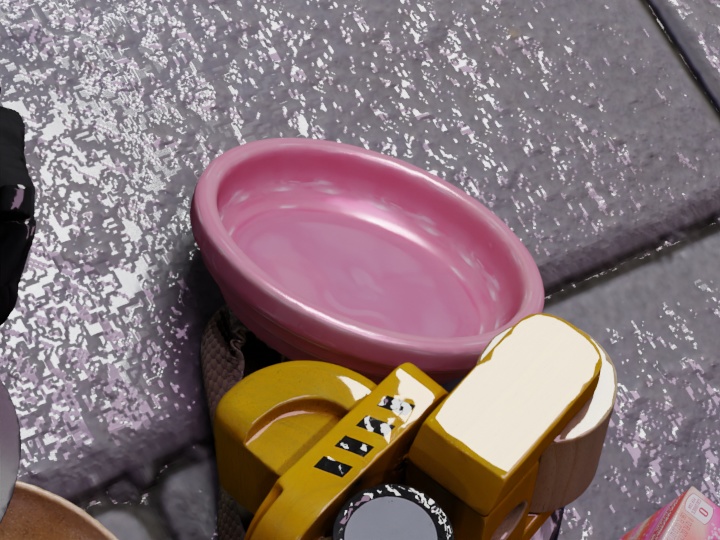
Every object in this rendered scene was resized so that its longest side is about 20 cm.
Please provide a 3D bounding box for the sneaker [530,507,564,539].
[{"bbox_3d":[0.059,0.169,1.025,0.077,0.076,0.200,13,54,7],"label":"sneaker"}]

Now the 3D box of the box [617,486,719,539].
[{"bbox_3d":[0.150,0.228,1.007,0.103,0.095,0.200,39,54,-1],"label":"box"}]

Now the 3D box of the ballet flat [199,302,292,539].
[{"bbox_3d":[-0.044,0.105,1.020,0.067,0.046,0.200,-2,63,-24],"label":"ballet flat"}]

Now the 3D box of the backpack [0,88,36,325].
[{"bbox_3d":[-0.266,-0.035,0.937,0.200,0.127,0.167,8,18,-19],"label":"backpack"}]

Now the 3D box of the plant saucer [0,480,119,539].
[{"bbox_3d":[-0.186,0.194,0.911,0.200,0.035,0.201,11,59,-18],"label":"plant saucer"}]

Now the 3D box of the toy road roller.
[{"bbox_3d":[0.017,0.091,0.955,0.146,0.123,0.200,38,63,21],"label":"toy road roller"}]

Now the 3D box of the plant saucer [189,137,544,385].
[{"bbox_3d":[0.000,0.000,1.061,0.200,0.051,0.201,17,30,-10],"label":"plant saucer"}]

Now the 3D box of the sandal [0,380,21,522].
[{"bbox_3d":[-0.205,0.121,0.896,0.076,0.043,0.200,19,56,-13],"label":"sandal"}]
